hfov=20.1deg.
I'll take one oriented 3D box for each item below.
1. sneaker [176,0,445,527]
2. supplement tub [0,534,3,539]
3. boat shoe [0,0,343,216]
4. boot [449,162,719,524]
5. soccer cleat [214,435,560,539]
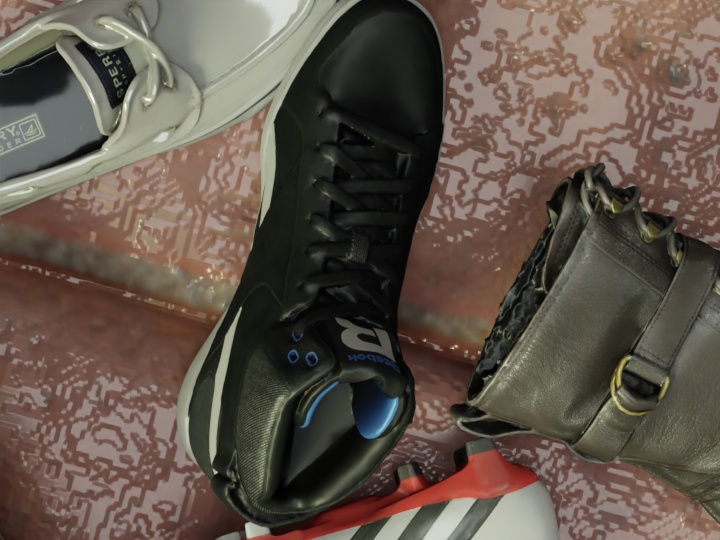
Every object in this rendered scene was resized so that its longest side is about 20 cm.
[{"bbox_3d":[0.000,0.000,0.747,0.073,0.112,0.201,16,98,-24],"label":"sneaker"},{"bbox_3d":[-0.183,0.155,0.742,0.144,0.145,0.201,-26,94,1],"label":"supplement tub"},{"bbox_3d":[-0.096,-0.074,0.767,0.199,0.066,0.072,-23,94,0],"label":"boat shoe"},{"bbox_3d":[0.148,0.012,0.767,0.174,0.069,0.201,32,95,-12],"label":"boot"},{"bbox_3d":[-0.015,0.133,0.783,0.199,0.069,0.086,-20,80,-5],"label":"soccer cleat"}]
